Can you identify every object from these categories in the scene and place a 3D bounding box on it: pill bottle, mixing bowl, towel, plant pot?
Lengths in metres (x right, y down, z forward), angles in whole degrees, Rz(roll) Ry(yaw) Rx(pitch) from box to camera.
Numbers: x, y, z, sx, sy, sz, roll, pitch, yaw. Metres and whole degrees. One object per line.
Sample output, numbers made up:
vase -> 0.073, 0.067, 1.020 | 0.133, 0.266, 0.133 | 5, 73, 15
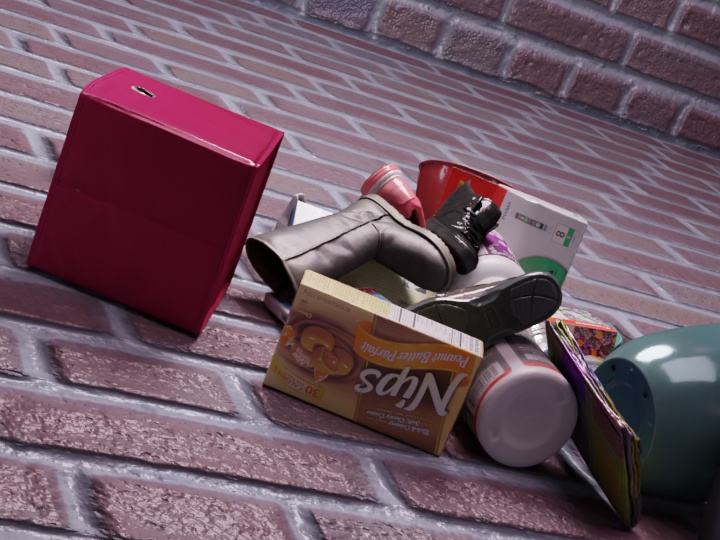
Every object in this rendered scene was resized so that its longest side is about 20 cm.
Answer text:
pill bottle -> 0.150, 0.116, 1.591 | 0.113, 0.115, 0.200 | 16, 18, -21
mixing bowl -> 0.154, -0.066, 2.102 | 0.198, 0.110, 0.200 | 23, -11, 5
pill bottle -> 0.160, 0.022, 1.890 | 0.111, 0.113, 0.200 | 18, 18, -13
towel -> 0.244, 0.158, 1.523 | 0.022, 0.145, 0.201 | -18, 39, -8
plant pot -> 0.342, 0.156, 1.594 | 0.159, 0.203, 0.201 | 3, 25, -30

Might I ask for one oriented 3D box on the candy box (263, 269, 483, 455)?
candy box -> 0.013, 0.093, 1.480 | 0.198, 0.117, 0.055 | 22, 17, -2

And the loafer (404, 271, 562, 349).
loafer -> 0.115, 0.050, 1.551 | 0.197, 0.073, 0.063 | -17, 11, -6

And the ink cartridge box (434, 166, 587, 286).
ink cartridge box -> 0.191, -0.031, 2.005 | 0.198, 0.163, 0.050 | 21, 12, -6

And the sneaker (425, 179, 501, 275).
sneaker -> 0.137, -0.059, 1.862 | 0.060, 0.104, 0.200 | 60, -7, -18

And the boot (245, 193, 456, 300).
boot -> -0.010, -0.011, 1.703 | 0.181, 0.073, 0.199 | 35, 34, 28

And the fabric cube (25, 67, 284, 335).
fabric cube -> -0.215, -0.081, 1.571 | 0.197, 0.202, 0.196 | 22, 16, 0

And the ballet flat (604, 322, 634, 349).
ballet flat -> 0.346, 0.123, 1.907 | 0.072, 0.074, 0.200 | 21, 11, -6

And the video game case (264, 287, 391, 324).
video game case -> -0.007, 0.062, 1.628 | 0.141, 0.018, 0.200 | -2, 20, -26

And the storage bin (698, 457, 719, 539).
storage bin -> 0.431, 0.238, 1.477 | 0.132, 0.203, 0.146 | 10, 18, -2

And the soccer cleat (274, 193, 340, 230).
soccer cleat -> -0.018, -0.028, 1.858 | 0.198, 0.086, 0.069 | 27, 17, 15

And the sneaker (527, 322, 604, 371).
sneaker -> 0.253, 0.139, 1.713 | 0.199, 0.075, 0.089 | 31, 25, -32

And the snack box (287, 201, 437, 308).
snack box -> 0.000, 0.000, 1.788 | 0.198, 0.037, 0.117 | 20, 51, -12

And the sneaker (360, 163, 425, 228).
sneaker -> 0.045, -0.041, 1.872 | 0.073, 0.201, 0.087 | -32, 57, -19

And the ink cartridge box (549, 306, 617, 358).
ink cartridge box -> 0.264, 0.085, 1.858 | 0.107, 0.051, 0.200 | 9, 8, -7
